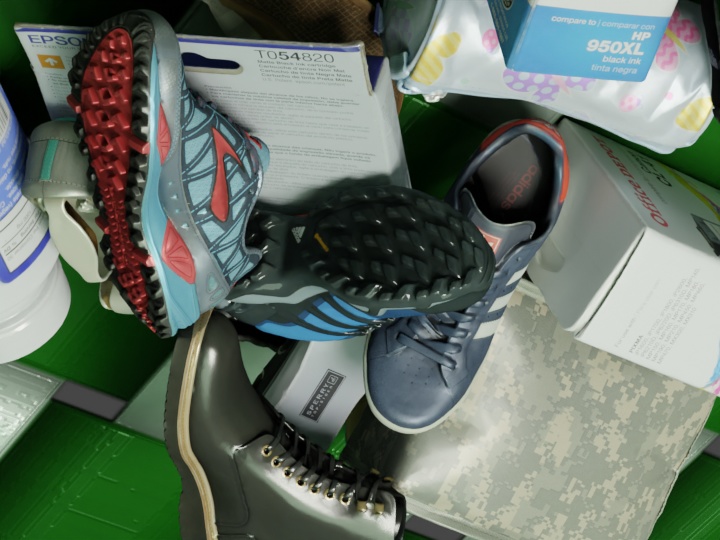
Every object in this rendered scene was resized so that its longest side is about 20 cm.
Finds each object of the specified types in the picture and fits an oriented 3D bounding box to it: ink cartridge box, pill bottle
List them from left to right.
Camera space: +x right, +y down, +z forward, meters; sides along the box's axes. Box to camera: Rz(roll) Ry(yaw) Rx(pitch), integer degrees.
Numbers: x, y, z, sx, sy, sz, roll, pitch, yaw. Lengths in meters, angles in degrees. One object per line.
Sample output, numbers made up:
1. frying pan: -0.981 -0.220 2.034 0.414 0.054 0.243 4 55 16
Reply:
1. pill bottle: -0.235 -0.041 1.448 0.111 0.113 0.201 -15 136 4
2. ink cartridge box: -0.077 -0.087 1.419 0.198 0.041 0.200 5 149 10
3. ink cartridge box: 0.127 -0.221 1.311 0.083 0.145 0.201 4 134 -16
4. ink cartridge box: 0.202 0.005 1.544 0.199 0.148 0.086 23 110 -29

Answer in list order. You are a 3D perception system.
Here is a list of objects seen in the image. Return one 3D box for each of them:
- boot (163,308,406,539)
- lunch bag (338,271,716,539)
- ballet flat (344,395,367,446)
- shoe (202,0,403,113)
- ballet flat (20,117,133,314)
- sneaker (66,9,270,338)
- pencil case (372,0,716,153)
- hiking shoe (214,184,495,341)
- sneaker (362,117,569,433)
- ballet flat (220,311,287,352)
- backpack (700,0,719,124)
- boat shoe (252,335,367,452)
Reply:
1. boot: -0.037 0.103 1.480 0.137 0.078 0.201 8 137 13
2. lunch bag: 0.116 0.095 1.593 0.199 0.118 0.165 25 93 -20
3. ballet flat: 0.084 0.096 1.683 0.198 0.063 0.069 -3 127 -17
4. shoe: -0.038 -0.141 1.433 0.070 0.053 0.200 -57 139 -11
5. ballet flat: -0.141 -0.011 1.464 0.067 0.064 0.200 -2 147 23
6. sneaker: -0.097 -0.064 1.367 0.095 0.079 0.201 -29 137 -26
7. pencil case: 0.110 -0.128 1.439 0.198 0.092 0.083 11 161 -23
8. hiking shoe: 0.000 0.000 1.440 0.199 0.075 0.087 1 158 36
9. sneaker: 0.060 -0.002 1.465 0.074 0.201 0.085 25 173 -1
10. ballet flat: -0.021 0.045 1.613 0.199 0.057 0.067 17 130 -25
11. backpack: 0.245 -0.158 1.338 0.153 0.192 0.200 -15 178 9
12. boat shoe: -0.017 0.047 1.554 0.068 0.057 0.200 31 105 -27
